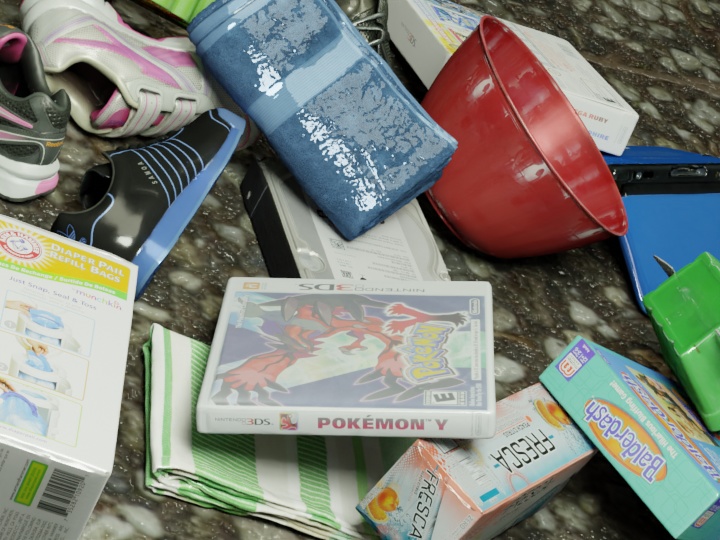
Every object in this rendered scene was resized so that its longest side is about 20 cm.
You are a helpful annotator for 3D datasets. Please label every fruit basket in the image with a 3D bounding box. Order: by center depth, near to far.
[{"bbox_3d":[0.296,0.085,1.583,0.200,0.094,0.185,44,10,-21],"label":"fruit basket"}]

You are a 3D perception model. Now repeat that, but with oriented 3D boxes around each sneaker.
[{"bbox_3d":[-0.144,-0.064,1.510,0.078,0.070,0.200,34,38,-5],"label":"sneaker"},{"bbox_3d":[-0.263,-0.143,1.517,0.200,0.087,0.080,43,31,20],"label":"sneaker"},{"bbox_3d":[-0.163,-0.128,1.597,0.199,0.081,0.089,23,47,-19],"label":"sneaker"},{"bbox_3d":[-0.007,-0.152,1.693,0.076,0.115,0.200,-11,26,5],"label":"sneaker"}]

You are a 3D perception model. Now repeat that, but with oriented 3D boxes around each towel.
[{"bbox_3d":[-0.045,0.111,1.402,0.199,0.023,0.153,18,33,-19],"label":"towel"},{"bbox_3d":[-0.028,-0.126,1.581,0.111,0.049,0.200,-37,88,-26],"label":"towel"}]

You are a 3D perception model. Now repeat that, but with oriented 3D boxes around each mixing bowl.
[{"bbox_3d":[0.109,-0.085,1.697,0.200,0.108,0.200,50,18,-23],"label":"mixing bowl"}]

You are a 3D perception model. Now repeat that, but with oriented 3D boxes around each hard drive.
[{"bbox_3d":[0.000,0.000,1.585,0.139,0.038,0.201,12,37,-28],"label":"hard drive"}]

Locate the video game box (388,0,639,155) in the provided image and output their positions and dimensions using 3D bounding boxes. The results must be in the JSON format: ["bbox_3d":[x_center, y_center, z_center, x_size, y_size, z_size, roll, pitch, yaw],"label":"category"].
[{"bbox_3d":[0.124,-0.175,1.883,0.181,0.047,0.200,18,19,-21],"label":"video game box"}]

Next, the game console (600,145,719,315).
[{"bbox_3d":[0.251,-0.037,1.867,0.199,0.119,0.170,-2,13,-42],"label":"game console"}]

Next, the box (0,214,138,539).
[{"bbox_3d":[-0.197,0.075,1.237,0.101,0.113,0.200,20,32,-14],"label":"box"}]

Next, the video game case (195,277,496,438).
[{"bbox_3d":[-0.005,0.052,1.398,0.181,0.023,0.200,1,23,2],"label":"video game case"}]

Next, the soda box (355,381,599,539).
[{"bbox_3d":[0.079,0.132,1.402,0.064,0.068,0.200,48,26,14],"label":"soda box"}]

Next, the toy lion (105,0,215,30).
[{"bbox_3d":[-0.158,-0.213,1.642,0.199,0.069,0.192,28,0,-6],"label":"toy lion"}]

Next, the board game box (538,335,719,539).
[{"bbox_3d":[0.222,0.129,1.515,0.152,0.045,0.200,51,14,30],"label":"board game box"}]
